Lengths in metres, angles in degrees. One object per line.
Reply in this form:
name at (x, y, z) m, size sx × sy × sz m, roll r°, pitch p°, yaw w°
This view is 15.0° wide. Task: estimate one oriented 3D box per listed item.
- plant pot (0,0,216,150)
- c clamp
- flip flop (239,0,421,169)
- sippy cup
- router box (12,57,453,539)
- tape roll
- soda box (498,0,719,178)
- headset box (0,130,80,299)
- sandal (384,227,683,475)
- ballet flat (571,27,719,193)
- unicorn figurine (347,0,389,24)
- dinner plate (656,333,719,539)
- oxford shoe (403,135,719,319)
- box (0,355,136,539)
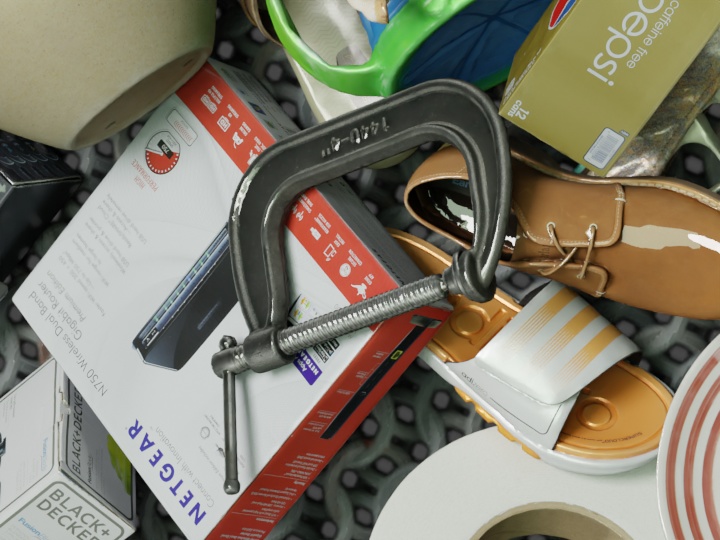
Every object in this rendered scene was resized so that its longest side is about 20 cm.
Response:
plant pot at (-0.151, -0.143, 1.419) m, size 0.200 × 0.200 × 0.135 m, roll -37°, pitch 86°, yaw 18°
c clamp at (0.000, 0.000, 1.358) m, size 0.200 × 0.027 × 0.172 m, roll -26°, pitch 61°, yaw 30°
flip flop at (-0.030, -0.144, 1.448) m, size 0.081 × 0.058 × 0.201 m, roll -30°, pitch 82°, yaw 19°
sippy cup at (0.043, -0.173, 1.390) m, size 0.140 × 0.177 × 0.131 m, roll -46°, pitch 66°, yaw 45°
router box at (-0.071, 0.018, 1.447) m, size 0.180 × 0.049 × 0.200 m, roll -51°, pitch 57°, yaw 16°
tape roll at (0.098, 0.173, 1.381) m, size 0.202 × 0.037 × 0.204 m, roll 3°, pitch 60°, yaw -6°
soda box at (0.146, -0.145, 1.290) m, size 0.064 × 0.068 × 0.200 m, roll 31°, pitch 122°, yaw -8°
headset box at (-0.280, -0.043, 1.518) m, size 0.200 × 0.093 × 0.174 m, roll 42°, pitch 105°, yaw 11°
sandal at (0.073, 0.030, 1.409) m, size 0.206 × 0.079 × 0.059 m, roll 32°, pitch 146°, yaw 17°
ballet flat at (0.173, -0.081, 1.386) m, size 0.067 × 0.068 × 0.200 m, roll 40°, pitch 116°, yaw 8°
unicorn figurine at (0.019, -0.190, 1.305) m, size 0.199 × 0.074 × 0.138 m, roll -6°, pitch 52°, yaw -11°
dinner plate at (0.249, 0.106, 1.373) m, size 0.199 × 0.024 × 0.201 m, roll -2°, pitch 80°, yaw 11°
oxford shoe at (0.112, -0.012, 1.350) m, size 0.199 × 0.071 × 0.072 m, roll 16°, pitch 115°, yaw 24°
box at (-0.214, 0.147, 1.502) m, size 0.200 × 0.117 × 0.060 m, roll -39°, pitch 118°, yaw 17°
